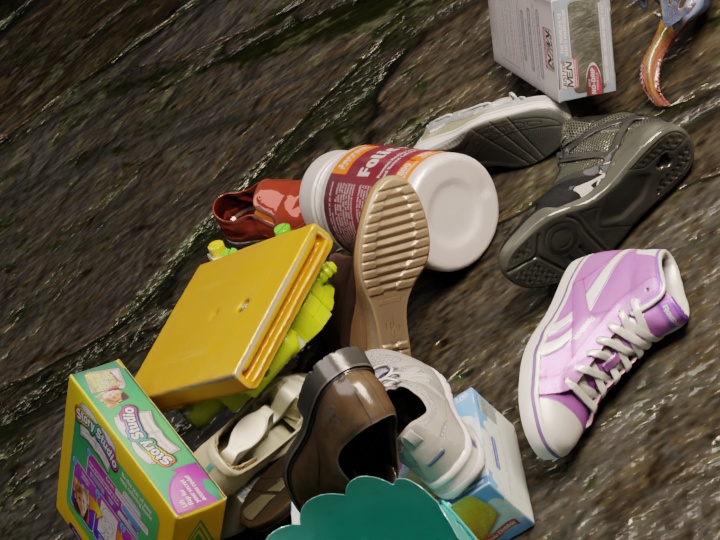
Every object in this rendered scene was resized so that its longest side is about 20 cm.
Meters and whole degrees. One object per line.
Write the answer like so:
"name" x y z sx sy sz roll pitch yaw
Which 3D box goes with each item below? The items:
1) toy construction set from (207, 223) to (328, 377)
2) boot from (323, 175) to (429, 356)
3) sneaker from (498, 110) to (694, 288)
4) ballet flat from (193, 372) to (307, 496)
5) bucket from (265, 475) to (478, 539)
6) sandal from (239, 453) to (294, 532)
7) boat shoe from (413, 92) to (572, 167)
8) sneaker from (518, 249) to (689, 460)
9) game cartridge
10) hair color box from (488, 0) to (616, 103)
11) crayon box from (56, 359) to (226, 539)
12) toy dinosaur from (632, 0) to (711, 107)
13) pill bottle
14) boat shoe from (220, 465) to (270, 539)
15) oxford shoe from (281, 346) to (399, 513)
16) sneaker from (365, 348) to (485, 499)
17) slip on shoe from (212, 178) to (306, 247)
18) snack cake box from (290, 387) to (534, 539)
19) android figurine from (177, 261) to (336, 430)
"toy construction set" -0.088 0.030 1.704 0.131 0.092 0.200 -15 45 5
"boot" 0.000 0.000 1.561 0.166 0.072 0.200 -151 59 -64
"sneaker" 0.194 -0.068 1.489 0.199 0.076 0.114 -44 29 0
"ballet flat" -0.082 0.139 1.537 0.069 0.069 0.200 -15 18 42
"bucket" 0.022 0.268 1.227 0.207 0.135 0.207 -21 50 27
"sandal" -0.019 0.175 1.500 0.200 0.055 0.082 -38 20 -14
"boat shoe" 0.128 -0.140 1.652 0.202 0.074 0.065 -19 45 49
"sneaker" 0.200 0.059 1.340 0.114 0.073 0.201 -9 47 42
"game cartridge" -0.125 0.050 1.554 0.200 0.032 0.176 -19 37 52
"hair color box" 0.183 -0.237 1.630 0.061 0.099 0.200 -12 21 -10
"crayon box" -0.203 0.211 1.518 0.200 0.058 0.173 45 136 37
"toy dinosaur" 0.301 -0.279 1.587 0.105 0.200 0.181 22 27 24
"pill bottle" 0.032 -0.065 1.642 0.200 0.114 0.114 11 64 54
"boat shoe" -0.153 0.226 1.599 0.201 0.070 0.072 -23 14 44
"oxford shoe" -0.012 0.153 1.291 0.073 0.200 0.084 -23 56 -22
"sneaker" 0.033 0.104 1.352 0.075 0.082 0.200 -47 30 -2
"slip on shoe" -0.090 -0.072 1.852 0.200 0.061 0.074 -11 45 43
"snack cake box" 0.039 0.200 1.381 0.200 0.067 0.115 -35 34 20
"android figurine" -0.099 0.060 1.578 0.200 0.041 0.182 -45 23 1
